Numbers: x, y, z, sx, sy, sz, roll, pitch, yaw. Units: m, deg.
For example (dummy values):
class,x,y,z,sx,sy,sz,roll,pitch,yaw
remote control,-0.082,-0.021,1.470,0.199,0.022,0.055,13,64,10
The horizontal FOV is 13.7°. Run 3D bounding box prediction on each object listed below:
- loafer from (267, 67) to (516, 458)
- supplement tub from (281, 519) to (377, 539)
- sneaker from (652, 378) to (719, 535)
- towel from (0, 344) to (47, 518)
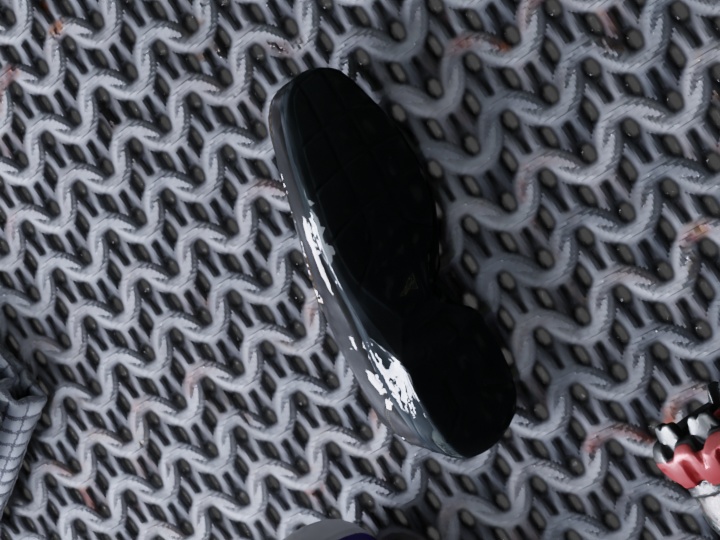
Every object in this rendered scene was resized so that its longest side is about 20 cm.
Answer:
class,x,y,z,sx,sy,sz,roll,pitch,yaw
loafer,0.000,0.000,1.415,0.072,0.073,0.201,-5,111,52
supplement tub,0.019,0.236,1.500,0.200,0.145,0.146,37,138,21
sneaker,0.212,0.080,1.250,0.200,0.071,0.098,-24,97,53
towel,-0.288,0.072,1.750,0.200,0.086,0.166,42,139,17
